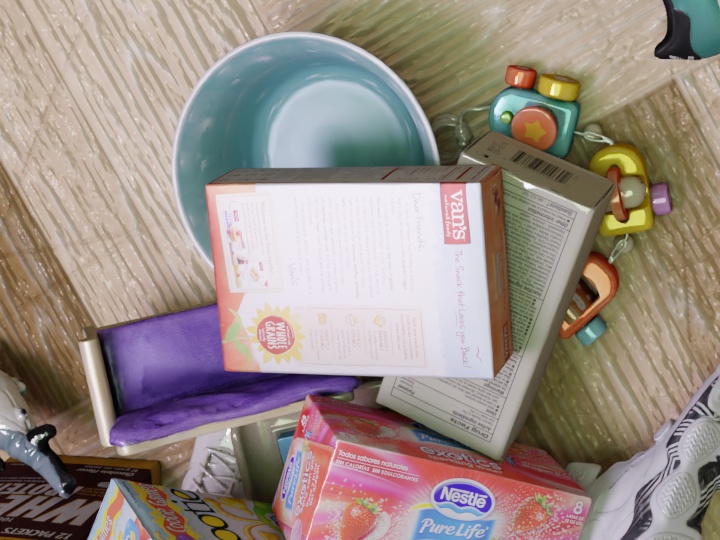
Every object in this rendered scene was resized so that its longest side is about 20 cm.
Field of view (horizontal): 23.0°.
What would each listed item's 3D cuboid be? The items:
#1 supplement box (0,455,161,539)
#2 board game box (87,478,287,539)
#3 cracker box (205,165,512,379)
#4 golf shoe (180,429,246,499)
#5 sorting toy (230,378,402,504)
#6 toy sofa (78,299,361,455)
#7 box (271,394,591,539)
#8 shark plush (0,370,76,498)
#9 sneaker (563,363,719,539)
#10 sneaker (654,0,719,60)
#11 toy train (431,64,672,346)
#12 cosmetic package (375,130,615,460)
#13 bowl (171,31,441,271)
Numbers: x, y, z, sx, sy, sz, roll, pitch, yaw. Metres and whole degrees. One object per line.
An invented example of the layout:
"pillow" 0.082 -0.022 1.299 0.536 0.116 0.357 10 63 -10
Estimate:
"supplement box" -0.245 0.270 1.373 0.131 0.200 0.200 2 104 14
"board game box" -0.090 0.229 1.251 0.198 0.103 0.106 14 107 -34
"cracker box" 0.000 0.000 1.200 0.198 0.058 0.136 1 106 21
"golf shoe" -0.112 0.184 1.374 0.075 0.091 0.202 17 104 10
"sorting toy" 0.015 0.178 1.346 0.198 0.036 0.187 -13 100 4
"toy sofa" -0.102 0.066 1.301 0.198 0.098 0.084 -13 100 -10
"box" 0.049 0.166 1.259 0.198 0.103 0.096 15 100 -17
"shark plush" -0.287 0.119 1.401 0.198 0.091 0.084 21 122 22
"sneaker" 0.213 0.144 1.282 0.075 0.114 0.201 39 74 -32
"sneaker" 0.203 -0.238 1.197 0.079 0.071 0.202 -19 100 14
"toy train" 0.136 -0.046 1.271 0.150 0.056 0.201 -37 93 19
"cosmetic package" 0.094 0.017 1.242 0.103 0.073 0.202 25 115 12
"bowl" -0.027 -0.077 1.280 0.198 0.105 0.203 3 104 14
